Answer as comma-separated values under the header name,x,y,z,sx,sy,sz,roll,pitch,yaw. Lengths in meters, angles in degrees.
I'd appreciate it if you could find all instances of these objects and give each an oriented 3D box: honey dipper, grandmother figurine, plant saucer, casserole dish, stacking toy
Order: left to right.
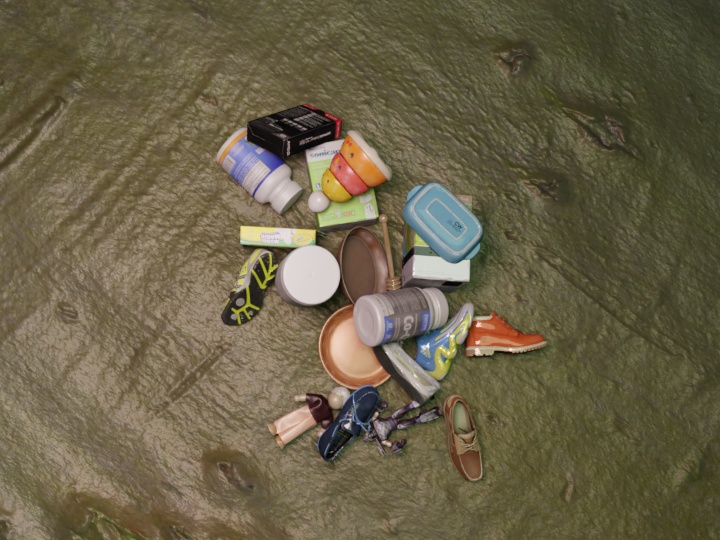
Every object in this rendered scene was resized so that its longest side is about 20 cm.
name,x,y,z,sx,sy,sz,roll,pitch,yaw
grandmother figurine,-0.109,0.334,1.665,0.199,0.061,0.122,-31,118,-6
stacking toy,-0.039,-0.204,1.645,0.200,0.146,0.146,-43,87,5
plant saucer,-0.001,0.180,1.711,0.198,0.037,0.203,1,83,-5
plant saucer,0.000,0.000,1.682,0.034,0.200,0.203,-10,81,32
honey dipper,0.069,-0.035,1.716,0.038,0.038,0.202,-10,102,-7
casserole dish,0.183,-0.108,1.567,0.200,0.039,0.121,45,81,2

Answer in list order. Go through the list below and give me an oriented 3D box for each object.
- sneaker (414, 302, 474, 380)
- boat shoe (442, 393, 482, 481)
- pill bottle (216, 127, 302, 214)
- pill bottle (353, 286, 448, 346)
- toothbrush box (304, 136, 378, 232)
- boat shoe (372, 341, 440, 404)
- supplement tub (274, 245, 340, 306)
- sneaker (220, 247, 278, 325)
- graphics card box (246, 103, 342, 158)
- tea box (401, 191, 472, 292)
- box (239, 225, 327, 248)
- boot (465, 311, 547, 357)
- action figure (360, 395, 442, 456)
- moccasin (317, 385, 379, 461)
name,x,y,z,sx,sy,sz,roll,pitch,yaw
sneaker,0.189,0.154,1.701,0.104,0.076,0.202,25,93,5
boat shoe,0.239,0.389,1.684,0.075,0.074,0.202,-16,83,-7
pill bottle,-0.234,-0.231,1.711,0.200,0.112,0.112,43,80,1
pill bottle,0.093,0.099,1.629,0.198,0.114,0.115,-9,82,-32
toothbrush box,-0.047,-0.203,1.737,0.144,0.086,0.202,-11,84,-7
boat shoe,0.097,0.211,1.658,0.065,0.075,0.202,-34,71,-25
supplement tub,-0.123,0.016,1.635,0.130,0.200,0.134,1,87,-12
sneaker,-0.262,0.039,1.697,0.075,0.076,0.201,31,96,-34
graphics card box,-0.153,-0.329,1.690,0.125,0.051,0.199,29,38,28
tea box,0.174,-0.061,1.679,0.132,0.200,0.199,5,80,-4
box,-0.178,-0.074,1.690,0.198,0.117,0.049,1,90,-5
boot,0.349,0.150,1.732,0.198,0.075,0.109,-1,77,-4
action figure,0.087,0.348,1.680,0.198,0.069,0.131,-26,90,-5
moccasin,-0.018,0.354,1.640,0.080,0.068,0.201,28,104,-22
